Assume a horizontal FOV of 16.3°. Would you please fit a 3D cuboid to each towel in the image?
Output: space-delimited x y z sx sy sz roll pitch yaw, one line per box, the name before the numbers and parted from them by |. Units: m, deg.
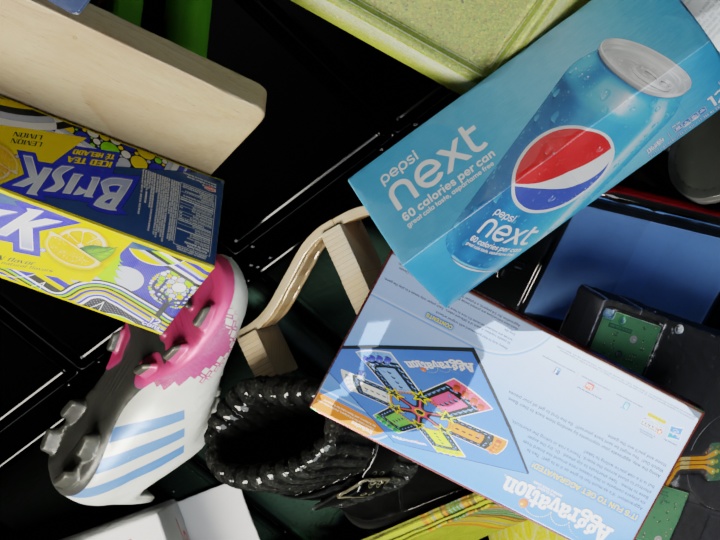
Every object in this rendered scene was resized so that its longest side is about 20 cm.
towel | 0.047 0.169 1.575 0.200 0.018 0.086 -27 156 36

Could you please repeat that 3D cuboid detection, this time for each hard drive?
hard drive | 0.190 0.100 1.498 0.200 0.038 0.140 17 98 -28

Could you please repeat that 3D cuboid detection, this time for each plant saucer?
plant saucer | 0.047 -0.189 1.323 0.200 0.048 0.200 28 119 -14

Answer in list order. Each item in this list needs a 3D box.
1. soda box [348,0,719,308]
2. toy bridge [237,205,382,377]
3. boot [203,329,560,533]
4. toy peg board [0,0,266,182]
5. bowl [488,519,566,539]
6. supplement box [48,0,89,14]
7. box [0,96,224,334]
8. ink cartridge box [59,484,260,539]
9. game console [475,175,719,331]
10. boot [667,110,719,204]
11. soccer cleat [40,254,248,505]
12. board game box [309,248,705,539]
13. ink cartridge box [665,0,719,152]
soda box | 0.099 -0.072 1.344 0.200 0.068 0.064 -37 147 7
toy bridge | 0.000 0.000 1.471 0.200 0.027 0.067 -28 83 31
boot | 0.028 0.087 1.498 0.211 0.079 0.158 -34 143 23
toy peg board | -0.183 -0.104 1.363 0.200 0.098 0.199 24 136 -24
bowl | 0.186 0.179 1.610 0.200 0.108 0.200 -4 128 -6
supplement box | -0.163 -0.271 1.196 0.200 0.134 0.200 28 119 -26
box | -0.177 -0.039 1.315 0.200 0.064 0.070 21 137 -20
ink cartridge box | -0.156 0.219 1.581 0.200 0.067 0.116 -21 89 8
game console | 0.180 0.007 1.470 0.200 0.119 0.172 13 124 -17
boot | 0.279 -0.067 1.428 0.200 0.069 0.174 -34 145 1
soccer cleat | -0.113 0.067 1.513 0.086 0.070 0.200 15 127 -38
board game box | 0.083 0.078 1.427 0.200 0.019 0.103 28 97 -4
ink cartridge box | 0.150 -0.176 1.381 0.200 0.057 0.163 33 117 -12
